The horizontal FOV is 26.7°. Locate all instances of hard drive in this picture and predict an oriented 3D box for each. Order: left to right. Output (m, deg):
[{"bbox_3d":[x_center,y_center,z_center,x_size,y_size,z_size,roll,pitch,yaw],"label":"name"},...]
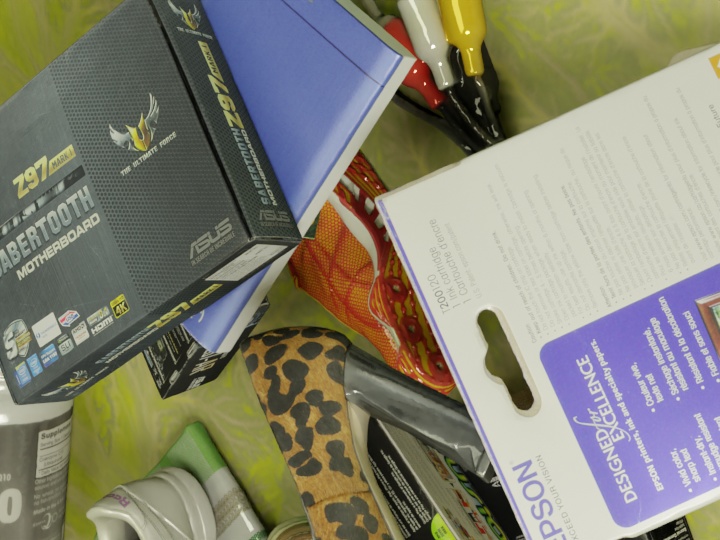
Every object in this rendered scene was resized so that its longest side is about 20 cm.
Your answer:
[{"bbox_3d":[-0.070,-0.074,0.850,0.132,0.025,0.201,43,112,24],"label":"hard drive"}]

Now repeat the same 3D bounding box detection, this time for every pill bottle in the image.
[{"bbox_3d":[-0.270,0.130,1.115,0.113,0.113,0.202,16,107,36],"label":"pill bottle"}]

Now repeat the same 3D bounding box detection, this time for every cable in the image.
[{"bbox_3d":[0.058,-0.081,0.857,0.097,0.050,0.202,-30,76,39],"label":"cable"}]

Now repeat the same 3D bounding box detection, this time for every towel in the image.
[{"bbox_3d":[-0.098,0.225,1.049,0.149,0.031,0.201,-46,66,31],"label":"towel"}]

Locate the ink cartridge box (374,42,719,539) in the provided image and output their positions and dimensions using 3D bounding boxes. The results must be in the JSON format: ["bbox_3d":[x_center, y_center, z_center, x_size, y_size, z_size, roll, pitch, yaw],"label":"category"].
[{"bbox_3d":[0.134,0.015,0.729,0.198,0.043,0.200,-23,80,-1],"label":"ink cartridge box"}]

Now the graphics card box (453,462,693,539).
[{"bbox_3d":[0.125,0.170,0.841,0.125,0.051,0.202,-27,80,39],"label":"graphics card box"}]

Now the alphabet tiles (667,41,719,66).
[{"bbox_3d":[0.212,-0.020,0.766,0.194,0.015,0.202,-7,91,39],"label":"alphabet tiles"}]

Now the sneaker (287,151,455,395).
[{"bbox_3d":[0.000,0.000,0.912,0.077,0.073,0.201,-54,54,34],"label":"sneaker"}]

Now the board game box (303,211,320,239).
[{"bbox_3d":[-0.071,-0.094,0.929,0.200,0.023,0.106,26,105,56],"label":"board game box"}]

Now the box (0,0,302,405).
[{"bbox_3d":[-0.144,-0.038,0.851,0.199,0.051,0.159,-32,73,28],"label":"box"}]

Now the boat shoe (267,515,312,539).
[{"bbox_3d":[-0.012,0.253,0.939,0.066,0.073,0.202,-162,56,-79],"label":"boat shoe"}]

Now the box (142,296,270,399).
[{"bbox_3d":[-0.135,-0.034,0.982,0.201,0.043,0.160,65,156,12],"label":"box"}]

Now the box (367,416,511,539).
[{"bbox_3d":[0.049,0.145,0.795,0.035,0.110,0.201,-39,69,10],"label":"box"}]

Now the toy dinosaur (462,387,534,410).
[{"bbox_3d":[0.128,0.070,0.780,0.198,0.058,0.102,-22,71,9],"label":"toy dinosaur"}]

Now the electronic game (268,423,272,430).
[{"bbox_3d":[0.005,0.162,0.867,0.041,0.200,0.201,-32,72,-3],"label":"electronic game"}]

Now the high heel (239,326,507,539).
[{"bbox_3d":[-0.033,0.129,0.726,0.142,0.072,0.201,25,73,17],"label":"high heel"}]

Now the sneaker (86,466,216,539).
[{"bbox_3d":[-0.131,0.235,0.995,0.074,0.099,0.202,-22,81,36],"label":"sneaker"}]
